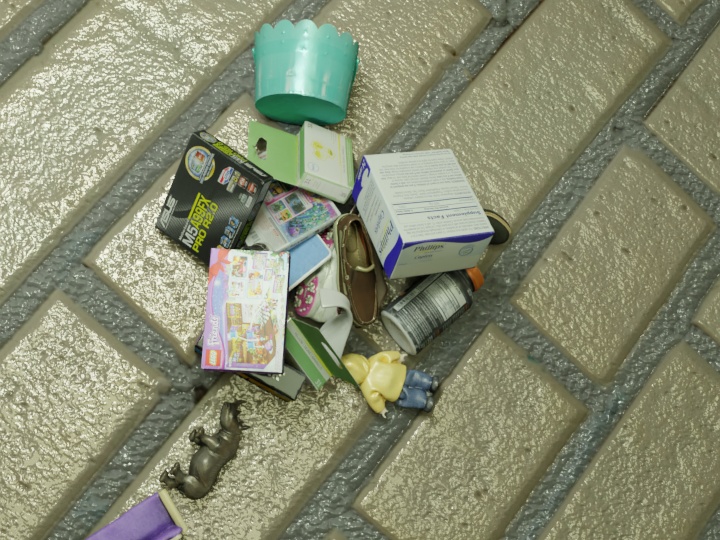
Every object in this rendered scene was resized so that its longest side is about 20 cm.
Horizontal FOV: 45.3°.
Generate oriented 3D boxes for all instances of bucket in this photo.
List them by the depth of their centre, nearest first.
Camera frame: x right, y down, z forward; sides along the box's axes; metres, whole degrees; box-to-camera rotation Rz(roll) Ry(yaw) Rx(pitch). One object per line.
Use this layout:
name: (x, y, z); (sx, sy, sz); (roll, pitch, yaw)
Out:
bucket: (-0.105, -0.362, 1.608); (0.202, 0.207, 0.138); (7, 82, -10)

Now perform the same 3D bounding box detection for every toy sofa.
toy sofa: (-0.398, 0.461, 1.465); (0.198, 0.098, 0.084); (-32, 89, -14)

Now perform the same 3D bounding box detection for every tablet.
tablet: (-0.162, -0.013, 1.596); (0.199, 0.014, 0.131); (-38, 68, -4)

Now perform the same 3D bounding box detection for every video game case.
video game case: (-0.161, -0.130, 1.612); (0.180, 0.024, 0.201); (-30, 67, -14)

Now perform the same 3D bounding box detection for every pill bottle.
pill bottle: (0.143, 0.059, 1.638); (0.199, 0.106, 0.107); (-39, 90, -15)

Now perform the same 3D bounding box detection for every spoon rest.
spoon rest: (-0.046, 0.108, 1.547); (0.059, 0.202, 0.101); (-5, 52, -7)

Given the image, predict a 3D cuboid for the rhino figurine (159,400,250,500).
rhino figurine: (-0.264, 0.315, 1.535); (0.087, 0.060, 0.201); (41, 73, -18)

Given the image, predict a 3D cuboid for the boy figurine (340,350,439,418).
boy figurine: (0.045, 0.210, 1.616); (0.196, 0.064, 0.127); (16, 78, -8)

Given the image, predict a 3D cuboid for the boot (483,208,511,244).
boot: (0.217, -0.050, 1.643); (0.197, 0.078, 0.140); (13, 45, -28)

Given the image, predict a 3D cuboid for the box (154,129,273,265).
box: (-0.264, -0.121, 1.539); (0.159, 0.044, 0.202); (34, 115, 8)

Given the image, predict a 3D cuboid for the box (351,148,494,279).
box: (0.105, -0.101, 1.507); (0.180, 0.106, 0.203); (-7, 55, -24)

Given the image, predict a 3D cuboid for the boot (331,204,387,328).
boot: (-0.004, -0.016, 1.610); (0.146, 0.069, 0.202); (47, 53, -33)

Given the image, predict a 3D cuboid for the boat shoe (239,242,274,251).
boat shoe: (-0.224, 0.033, 1.537); (0.074, 0.060, 0.201); (51, 117, 21)

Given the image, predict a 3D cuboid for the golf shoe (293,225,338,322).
golf shoe: (-0.061, 0.003, 1.632); (0.091, 0.075, 0.204); (29, 70, -34)

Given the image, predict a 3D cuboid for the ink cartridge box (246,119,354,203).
ink cartridge box: (-0.110, -0.216, 1.599); (0.197, 0.048, 0.147); (19, 43, -22)

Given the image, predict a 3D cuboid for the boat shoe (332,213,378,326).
boat shoe: (-0.006, 0.002, 1.536); (0.073, 0.075, 0.207); (-16, 98, -20)

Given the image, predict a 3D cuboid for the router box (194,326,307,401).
router box: (-0.197, 0.164, 1.527); (0.197, 0.149, 0.052); (29, 76, -5)

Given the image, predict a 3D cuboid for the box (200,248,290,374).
box: (-0.189, 0.068, 1.437); (0.134, 0.039, 0.205); (3, 78, 0)

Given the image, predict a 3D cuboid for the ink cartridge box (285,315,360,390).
ink cartridge box: (-0.096, 0.145, 1.505); (0.048, 0.199, 0.147); (-42, 117, -16)
